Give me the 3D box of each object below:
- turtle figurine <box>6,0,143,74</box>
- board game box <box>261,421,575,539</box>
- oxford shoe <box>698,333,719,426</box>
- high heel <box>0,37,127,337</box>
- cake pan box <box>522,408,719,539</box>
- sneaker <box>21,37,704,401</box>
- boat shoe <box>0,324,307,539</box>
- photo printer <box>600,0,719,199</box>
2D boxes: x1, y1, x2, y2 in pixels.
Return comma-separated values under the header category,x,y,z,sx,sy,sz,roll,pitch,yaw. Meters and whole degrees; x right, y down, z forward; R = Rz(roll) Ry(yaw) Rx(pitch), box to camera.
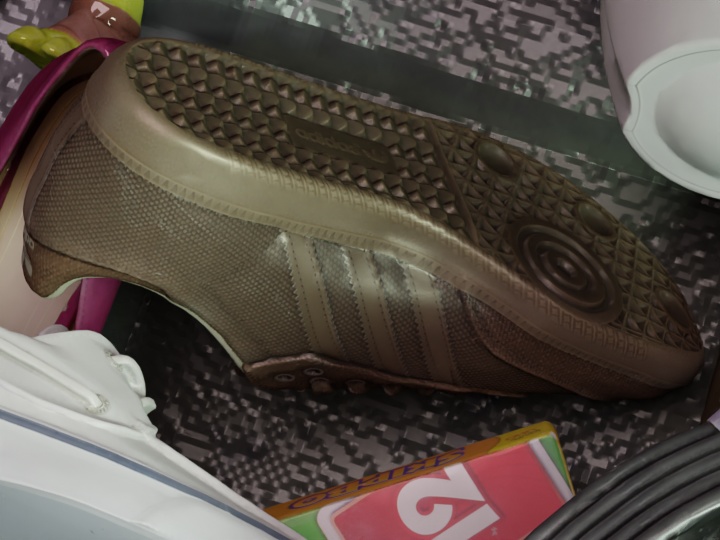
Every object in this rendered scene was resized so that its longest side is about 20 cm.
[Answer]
category,x,y,z,sx,sy,sz,roll,pitch,yaw
turtle figurine,-0.081,-0.144,0.862,0.199,0.064,0.162,27,86,4
board game box,-0.028,0.117,0.786,0.199,0.030,0.096,-17,94,3
oxford shoe,0.125,0.039,0.777,0.072,0.084,0.201,9,72,13
high heel,-0.107,0.030,0.797,0.067,0.096,0.201,31,79,13
cake pan box,0.094,0.125,0.699,0.184,0.200,0.052,-41,44,-6
sneaker,0.000,0.000,0.791,0.199,0.076,0.071,23,34,-25
boat shoe,-0.084,0.044,0.747,0.199,0.074,0.066,27,54,0
photo printer,0.167,-0.082,0.789,0.199,0.070,0.167,9,48,8
